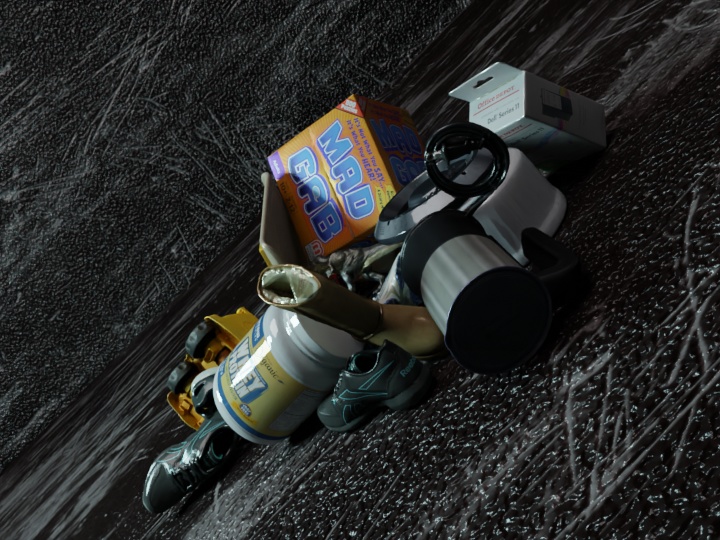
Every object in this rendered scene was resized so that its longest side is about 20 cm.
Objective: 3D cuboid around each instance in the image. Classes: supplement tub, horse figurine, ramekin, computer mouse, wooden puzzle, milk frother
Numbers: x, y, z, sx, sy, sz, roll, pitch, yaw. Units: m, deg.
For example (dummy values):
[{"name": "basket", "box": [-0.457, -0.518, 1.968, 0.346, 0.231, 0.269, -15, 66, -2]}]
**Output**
[{"name": "supplement tub", "box": [-0.099, 0.129, 1.067, 0.200, 0.144, 0.146, -47, 12, 29]}, {"name": "horse figurine", "box": [0.045, -0.023, 1.263, 0.196, 0.051, 0.133, -27, 1, 5]}, {"name": "ramekin", "box": [0.170, -0.071, 1.043, 0.200, 0.098, 0.201, -40, 15, 13]}, {"name": "computer mouse", "box": [0.028, 0.042, 1.252, 0.059, 0.034, 0.199, -58, 13, -30]}, {"name": "wooden puzzle", "box": [-0.123, -0.032, 1.253, 0.036, 0.187, 0.202, -19, 41, 8]}, {"name": "milk frother", "box": [0.124, -0.033, 0.833, 0.178, 0.202, 0.189, -34, 25, 1]}]

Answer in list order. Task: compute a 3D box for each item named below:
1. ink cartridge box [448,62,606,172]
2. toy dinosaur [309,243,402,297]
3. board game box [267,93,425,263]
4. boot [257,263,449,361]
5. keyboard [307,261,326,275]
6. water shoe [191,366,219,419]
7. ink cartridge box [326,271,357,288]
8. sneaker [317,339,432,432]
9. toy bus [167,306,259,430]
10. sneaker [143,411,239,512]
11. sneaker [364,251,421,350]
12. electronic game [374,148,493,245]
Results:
[{"name": "ink cartridge box", "box": [0.226, -0.204, 1.055, 0.116, 0.196, 0.069, -20, 63, 56]}, {"name": "toy dinosaur", "box": [0.000, 0.000, 1.174, 0.196, 0.047, 0.090, -16, 68, 21]}, {"name": "board game box", "box": [0.001, -0.146, 1.316, 0.198, 0.204, 0.198, -29, -12, 28]}, {"name": "boot", "box": [0.001, 0.051, 0.915, 0.172, 0.199, 0.068, -1, 71, 35]}, {"name": "keyboard", "box": [-0.075, 0.033, 1.241, 0.010, 0.057, 0.201, -17, 26, 11]}, {"name": "water shoe", "box": [-0.169, 0.176, 1.214, 0.196, 0.073, 0.079, -24, 33, -2]}, {"name": "ink cartridge box", "box": [-0.074, 0.025, 1.403, 0.113, 0.069, 0.201, -14, 24, 16]}, {"name": "sneaker", "box": [0.003, 0.138, 0.958, 0.199, 0.079, 0.076, -32, 20, 43]}, {"name": "toy bus", "box": [-0.230, 0.169, 1.385, 0.202, 0.135, 0.192, -58, -11, 22]}, {"name": "sneaker", "box": [-0.260, 0.296, 1.201, 0.200, 0.076, 0.079, -48, 18, -11]}, {"name": "sneaker", "box": [0.045, 0.044, 1.109, 0.085, 0.077, 0.201, -34, 17, 43]}, {"name": "electronic game", "box": [0.100, -0.101, 1.034, 0.198, 0.042, 0.201, -35, 15, 11]}]
